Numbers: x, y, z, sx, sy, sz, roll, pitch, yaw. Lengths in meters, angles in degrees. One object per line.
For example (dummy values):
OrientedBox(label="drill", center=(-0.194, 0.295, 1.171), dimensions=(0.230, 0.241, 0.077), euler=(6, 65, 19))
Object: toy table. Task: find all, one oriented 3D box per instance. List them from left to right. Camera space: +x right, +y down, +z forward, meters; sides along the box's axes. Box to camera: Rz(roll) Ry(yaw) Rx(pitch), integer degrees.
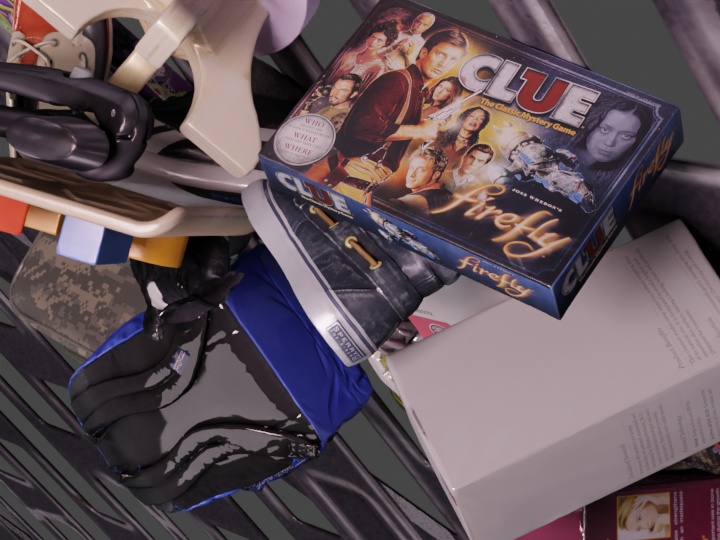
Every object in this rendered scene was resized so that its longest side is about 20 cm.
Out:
OrientedBox(label="toy table", center=(-0.110, -0.156, 1.260), dimensions=(0.184, 0.117, 0.200), euler=(36, 158, 3))

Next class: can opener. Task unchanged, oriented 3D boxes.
OrientedBox(label="can opener", center=(-0.197, -0.102, 1.268), dimensions=(0.079, 0.063, 0.200), euler=(20, -178, -40))

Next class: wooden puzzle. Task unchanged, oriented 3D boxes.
OrientedBox(label="wooden puzzle", center=(-0.180, -0.036, 1.266), dimensions=(0.200, 0.046, 0.185), euler=(12, -176, 13))

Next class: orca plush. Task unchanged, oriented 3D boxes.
OrientedBox(label="orca plush", center=(-0.139, -0.006, 1.387), dimensions=(0.071, 0.105, 0.200), euler=(33, -168, -15))

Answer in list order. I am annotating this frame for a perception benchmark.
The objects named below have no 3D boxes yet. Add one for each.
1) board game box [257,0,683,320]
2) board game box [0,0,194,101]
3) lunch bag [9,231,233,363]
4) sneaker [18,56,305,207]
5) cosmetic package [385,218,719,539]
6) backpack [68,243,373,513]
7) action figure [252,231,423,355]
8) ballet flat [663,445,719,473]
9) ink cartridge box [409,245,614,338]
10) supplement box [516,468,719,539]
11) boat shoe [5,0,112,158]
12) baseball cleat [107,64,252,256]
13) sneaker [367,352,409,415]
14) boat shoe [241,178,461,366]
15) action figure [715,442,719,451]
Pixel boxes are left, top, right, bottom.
OrientedBox(label="board game box", center=(0.061, -0.069, 1.144), dimensions=(0.200, 0.136, 0.035), euler=(25, 156, 27))
OrientedBox(label="board game box", center=(-0.188, -0.150, 1.514), dimensions=(0.200, 0.032, 0.120), euler=(42, 156, -11))
OrientedBox(label="lunch bag", center=(-0.173, 0.037, 1.744), dimensions=(0.200, 0.139, 0.168), euler=(25, 173, 32))
OrientedBox(label="sneaker", center=(-0.126, -0.102, 1.383), dimensions=(0.200, 0.112, 0.073), euler=(13, 154, 3))
OrientedBox(label="cosmetic package", center=(0.129, 0.068, 1.196), dimensions=(0.081, 0.200, 0.113), euler=(65, 180, -49))
OrientedBox(label="backpack", center=(-0.105, 0.088, 1.555), dimensions=(0.200, 0.168, 0.163), euler=(-31, 94, 33))
OrientedBox(label="action figure", center=(0.000, 0.000, 1.436), dimensions=(0.200, 0.069, 0.130), euler=(40, -175, 22))
OrientedBox(label="ballet flat", center=(0.173, 0.094, 1.383), dimensions=(0.200, 0.072, 0.072), euler=(18, 152, 38))
OrientedBox(label="ink cartridge box", center=(0.066, -0.029, 1.290), dimensions=(0.146, 0.083, 0.200), euler=(11, 147, 49))
OrientedBox(label="supplement box", center=(0.200, 0.190, 1.352), dimensions=(0.200, 0.111, 0.086), euler=(-1, 179, -32))
OrientedBox(label="boat shoe", center=(-0.216, -0.132, 1.414), dimensions=(0.071, 0.063, 0.200), euler=(7, 104, 27))
OrientedBox(label="baseball cleat", center=(-0.163, -0.084, 1.484), dimensions=(0.200, 0.070, 0.106), euler=(32, 153, 5))
OrientedBox(label="sneaker", center=(0.041, 0.076, 1.559), dimensions=(0.085, 0.075, 0.200), euler=(9, 145, 52))
OrientedBox(label="boat shoe", center=(-0.004, -0.018, 1.226), dimensions=(0.071, 0.091, 0.200), euler=(54, 180, -32))
OrientedBox(label="action figure", center=(0.247, 0.091, 1.275), dimensions=(0.200, 0.065, 0.052), euler=(42, -171, 18))
